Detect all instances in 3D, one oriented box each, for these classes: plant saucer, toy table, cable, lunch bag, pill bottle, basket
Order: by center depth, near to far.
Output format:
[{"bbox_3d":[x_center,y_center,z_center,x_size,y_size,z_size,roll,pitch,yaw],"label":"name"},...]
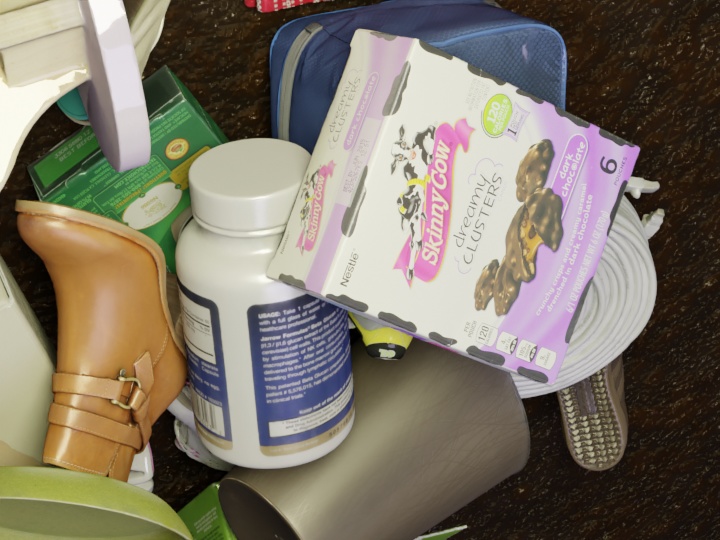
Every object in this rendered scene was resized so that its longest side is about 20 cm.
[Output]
[{"bbox_3d":[-0.205,-0.143,1.235,0.117,0.201,0.184,-18,178,-15],"label":"toy table"},{"bbox_3d":[-0.063,0.020,1.396,0.111,0.111,0.201,-16,123,-20],"label":"pill bottle"},{"bbox_3d":[-0.207,0.167,1.422,0.199,0.031,0.200,3,158,1],"label":"plant saucer"},{"bbox_3d":[0.041,-0.114,1.443,0.199,0.132,0.137,-11,115,-27],"label":"lunch bag"},{"bbox_3d":[0.006,0.139,1.547,0.200,0.136,0.181,-38,131,-25],"label":"basket"},{"bbox_3d":[0.129,0.013,1.634,0.199,0.069,0.201,8,123,-20],"label":"cable"}]

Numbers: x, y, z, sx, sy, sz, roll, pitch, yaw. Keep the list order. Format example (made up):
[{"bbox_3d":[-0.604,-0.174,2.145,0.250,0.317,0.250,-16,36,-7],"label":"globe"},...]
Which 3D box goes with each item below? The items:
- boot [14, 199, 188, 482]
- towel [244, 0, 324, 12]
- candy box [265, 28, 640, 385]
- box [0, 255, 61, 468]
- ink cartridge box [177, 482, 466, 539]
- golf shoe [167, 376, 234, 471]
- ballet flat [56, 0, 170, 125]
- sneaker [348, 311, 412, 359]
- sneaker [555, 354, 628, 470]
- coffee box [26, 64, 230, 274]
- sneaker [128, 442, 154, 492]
[{"bbox_3d":[-0.182,0.051,1.384,0.156,0.076,0.200,-67,151,-14],"label":"boot"},{"bbox_3d":[0.025,-0.240,1.396,0.199,0.023,0.145,-10,132,-26],"label":"towel"},{"bbox_3d":[0.061,-0.038,1.347,0.199,0.071,0.169,21,88,-35],"label":"candy box"},{"bbox_3d":[-0.247,0.070,1.452,0.077,0.095,0.200,-27,137,-5],"label":"box"},{"bbox_3d":[-0.042,0.206,1.672,0.199,0.076,0.148,-8,162,-29],"label":"ink cartridge box"},{"bbox_3d":[-0.105,0.116,1.585,0.092,0.073,0.200,-27,152,15],"label":"golf shoe"},{"bbox_3d":[-0.138,-0.181,1.322,0.069,0.070,0.201,2,128,-34],"label":"ballet flat"},{"bbox_3d":[0.000,0.000,1.481,0.075,0.200,0.077,7,106,-8],"label":"sneaker"},{"bbox_3d":[0.184,0.064,1.757,0.070,0.076,0.201,-3,113,5],"label":"sneaker"},{"bbox_3d":[-0.128,-0.039,1.465,0.123,0.044,0.200,-36,138,4],"label":"coffee box"},{"bbox_3d":[-0.204,0.190,1.610,0.088,0.081,0.201,-10,128,-16],"label":"sneaker"}]
